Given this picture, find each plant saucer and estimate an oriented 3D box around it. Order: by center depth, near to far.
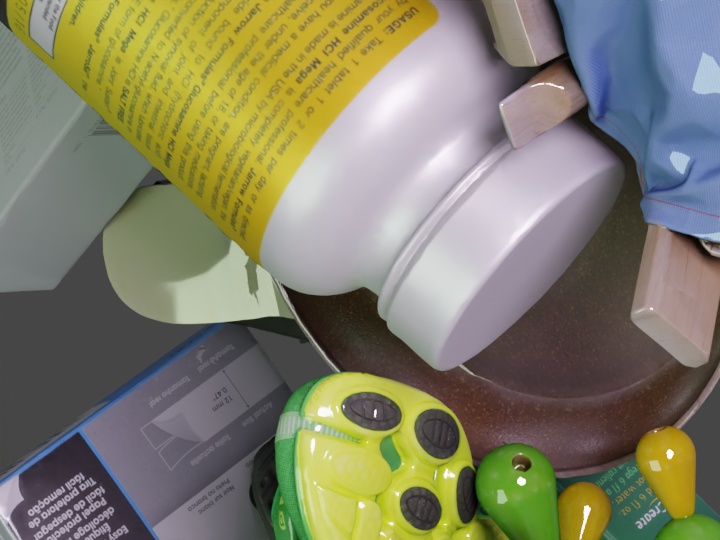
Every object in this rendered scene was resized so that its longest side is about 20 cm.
[{"bbox_3d":[0.046,-0.029,0.889,0.200,0.032,0.201,16,120,30],"label":"plant saucer"}]

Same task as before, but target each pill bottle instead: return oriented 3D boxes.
[{"bbox_3d":[-0.019,-0.066,0.826,0.200,0.112,0.113,43,148,14],"label":"pill bottle"}]

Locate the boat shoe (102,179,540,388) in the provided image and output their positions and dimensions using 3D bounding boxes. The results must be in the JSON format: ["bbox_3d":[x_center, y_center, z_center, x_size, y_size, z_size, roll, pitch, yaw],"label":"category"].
[{"bbox_3d":[0.000,-0.003,0.995,0.201,0.063,0.074,8,102,34],"label":"boat shoe"}]

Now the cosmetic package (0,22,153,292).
[{"bbox_3d":[-0.119,-0.095,1.006,0.200,0.052,0.151,138,124,-59],"label":"cosmetic package"}]

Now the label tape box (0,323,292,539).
[{"bbox_3d":[-0.057,0.140,1.128,0.200,0.143,0.066,54,150,-1],"label":"label tape box"}]

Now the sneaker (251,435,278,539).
[{"bbox_3d":[0.027,0.146,1.094,0.200,0.076,0.091,45,153,16],"label":"sneaker"}]

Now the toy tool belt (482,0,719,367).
[{"bbox_3d":[0.085,-0.085,0.733,0.125,0.123,0.200,-3,118,54],"label":"toy tool belt"}]

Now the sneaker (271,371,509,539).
[{"bbox_3d":[0.001,0.088,0.912,0.083,0.074,0.200,16,162,22],"label":"sneaker"}]

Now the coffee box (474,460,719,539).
[{"bbox_3d":[0.106,0.131,0.995,0.200,0.044,0.123,43,148,17],"label":"coffee box"}]

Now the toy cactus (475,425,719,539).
[{"bbox_3d":[0.107,0.146,0.877,0.200,0.102,0.165,31,109,-13],"label":"toy cactus"}]
